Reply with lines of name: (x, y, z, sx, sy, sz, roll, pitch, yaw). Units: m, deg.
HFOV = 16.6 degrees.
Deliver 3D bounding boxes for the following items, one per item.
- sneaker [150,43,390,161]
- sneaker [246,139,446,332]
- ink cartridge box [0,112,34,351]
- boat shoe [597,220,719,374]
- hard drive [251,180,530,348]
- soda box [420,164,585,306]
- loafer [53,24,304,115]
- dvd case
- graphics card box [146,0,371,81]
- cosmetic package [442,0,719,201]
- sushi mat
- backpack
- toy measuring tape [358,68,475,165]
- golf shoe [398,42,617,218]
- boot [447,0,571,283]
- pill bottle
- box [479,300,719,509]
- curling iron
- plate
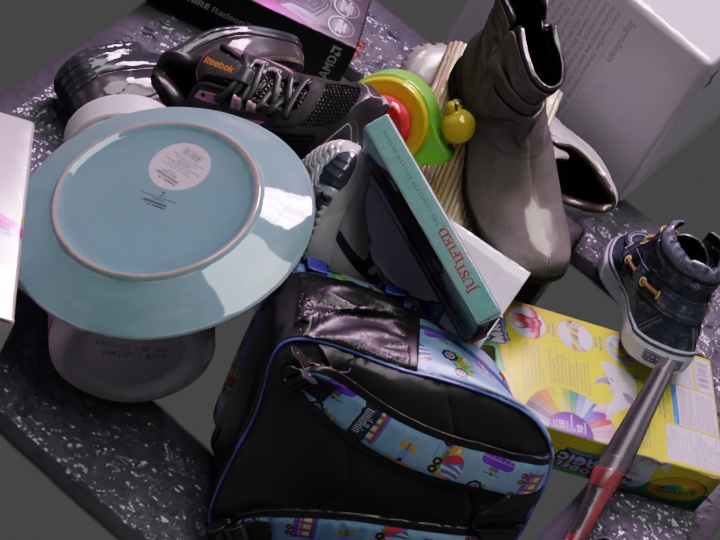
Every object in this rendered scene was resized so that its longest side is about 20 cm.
sneaker: (-0.074, -0.112, 1.676, 0.086, 0.200, 0.080, 50, 57, -35)
sneaker: (0.006, 0.008, 1.646, 0.129, 0.200, 0.080, 7, 24, -21)
ink cartridge box: (-0.286, 0.001, 1.534, 0.125, 0.129, 0.200, 15, 45, -17)
boat shoe: (0.233, -0.004, 1.837, 0.071, 0.091, 0.200, 21, 22, -11)
hard drive: (0.000, 0.000, 1.724, 0.200, 0.026, 0.132, 35, 85, 2)
soda box: (0.063, -0.053, 1.836, 0.200, 0.071, 0.063, 37, 43, 6)
loafer: (-0.124, -0.129, 1.806, 0.199, 0.073, 0.072, -14, 67, -28)
dvd case: (0.045, -0.022, 1.613, 0.022, 0.200, 0.146, -30, 86, -1)
graphics card box: (-0.088, -0.235, 1.937, 0.200, 0.051, 0.126, 26, 42, -8)
cosmetic package: (0.209, -0.200, 1.994, 0.200, 0.165, 0.165, 41, 43, 11)
sushi mat: (0.075, -0.072, 1.795, 0.095, 0.012, 0.200, 24, 61, -2)
backpack: (0.017, 0.103, 1.575, 0.199, 0.183, 0.135, 16, 32, -11)
toy measuring tape: (-0.014, -0.108, 1.772, 0.199, 0.074, 0.074, -2, 39, 18)
golf shoe: (0.118, -0.105, 1.861, 0.200, 0.078, 0.097, 31, 1, -21)
boot: (0.113, -0.102, 1.736, 0.067, 0.131, 0.201, -7, 67, -17)
pill bottle: (-0.156, -0.019, 1.646, 0.108, 0.109, 0.200, 12, 46, -21)
box: (0.161, 0.093, 1.775, 0.199, 0.048, 0.118, 19, 43, -18)
curling iron: (0.181, 0.146, 1.704, 0.049, 0.026, 0.200, 16, 60, 14)
plate: (-0.129, -0.040, 1.572, 0.199, 0.026, 0.201, -4, 49, 5)
